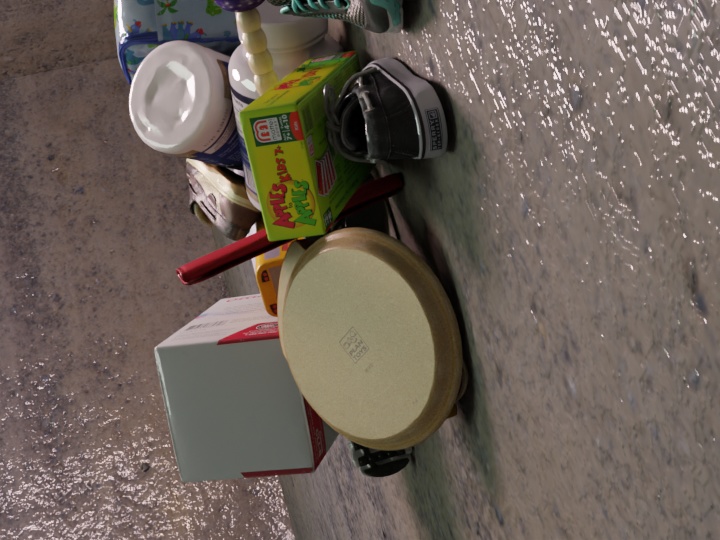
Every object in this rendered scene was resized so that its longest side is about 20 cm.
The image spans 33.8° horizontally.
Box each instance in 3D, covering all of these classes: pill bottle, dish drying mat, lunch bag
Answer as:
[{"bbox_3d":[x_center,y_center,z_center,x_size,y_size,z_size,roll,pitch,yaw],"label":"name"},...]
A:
[{"bbox_3d":[-0.134,-0.162,1.223,0.200,0.111,0.111,7,-115,-60],"label":"pill bottle"},{"bbox_3d":[-0.061,-0.034,1.009,0.018,0.200,0.077,66,170,-8],"label":"dish drying mat"},{"bbox_3d":[-0.064,-0.158,1.115,0.111,0.111,0.200,-116,17,-51],"label":"pill bottle"},{"bbox_3d":[-0.160,-0.252,1.267,0.161,0.199,0.083,141,123,-77],"label":"lunch bag"}]

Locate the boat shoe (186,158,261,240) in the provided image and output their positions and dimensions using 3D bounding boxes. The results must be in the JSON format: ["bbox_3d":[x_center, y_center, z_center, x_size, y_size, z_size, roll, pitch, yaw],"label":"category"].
[{"bbox_3d":[-0.156,-0.080,1.273,0.065,0.073,0.200,-63,23,3],"label":"boat shoe"}]

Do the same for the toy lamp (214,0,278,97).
[{"bbox_3d":[-0.077,-0.150,1.021,0.058,0.058,0.200,-124,20,-63],"label":"toy lamp"}]

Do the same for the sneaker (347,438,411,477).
[{"bbox_3d":[0.004,0.111,1.212,0.081,0.075,0.200,-104,6,-65],"label":"sneaker"}]

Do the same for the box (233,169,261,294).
[{"bbox_3d":[-0.083,-0.048,1.400,0.177,0.096,0.200,94,161,-65],"label":"box"}]

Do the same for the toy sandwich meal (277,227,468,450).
[{"bbox_3d":[0.012,0.053,0.982,0.205,0.070,0.206,11,108,37],"label":"toy sandwich meal"}]

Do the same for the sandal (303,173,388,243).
[{"bbox_3d":[-0.001,0.001,1.082,0.057,0.080,0.201,59,-164,-78],"label":"sandal"}]

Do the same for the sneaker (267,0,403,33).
[{"bbox_3d":[-0.026,-0.214,0.895,0.200,0.091,0.078,-131,29,-68],"label":"sneaker"}]

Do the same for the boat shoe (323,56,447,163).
[{"bbox_3d":[0.008,-0.114,0.896,0.199,0.068,0.074,-123,23,-67],"label":"boat shoe"}]

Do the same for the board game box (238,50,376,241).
[{"bbox_3d":[-0.036,-0.106,0.960,0.200,0.047,0.102,-58,-41,-65],"label":"board game box"}]

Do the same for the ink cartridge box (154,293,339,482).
[{"bbox_3d":[-0.099,0.111,1.227,0.200,0.145,0.145,-46,-53,-71],"label":"ink cartridge box"}]

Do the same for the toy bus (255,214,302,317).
[{"bbox_3d":[-0.063,-0.013,1.189,0.200,0.078,0.065,-99,-4,-63],"label":"toy bus"}]
